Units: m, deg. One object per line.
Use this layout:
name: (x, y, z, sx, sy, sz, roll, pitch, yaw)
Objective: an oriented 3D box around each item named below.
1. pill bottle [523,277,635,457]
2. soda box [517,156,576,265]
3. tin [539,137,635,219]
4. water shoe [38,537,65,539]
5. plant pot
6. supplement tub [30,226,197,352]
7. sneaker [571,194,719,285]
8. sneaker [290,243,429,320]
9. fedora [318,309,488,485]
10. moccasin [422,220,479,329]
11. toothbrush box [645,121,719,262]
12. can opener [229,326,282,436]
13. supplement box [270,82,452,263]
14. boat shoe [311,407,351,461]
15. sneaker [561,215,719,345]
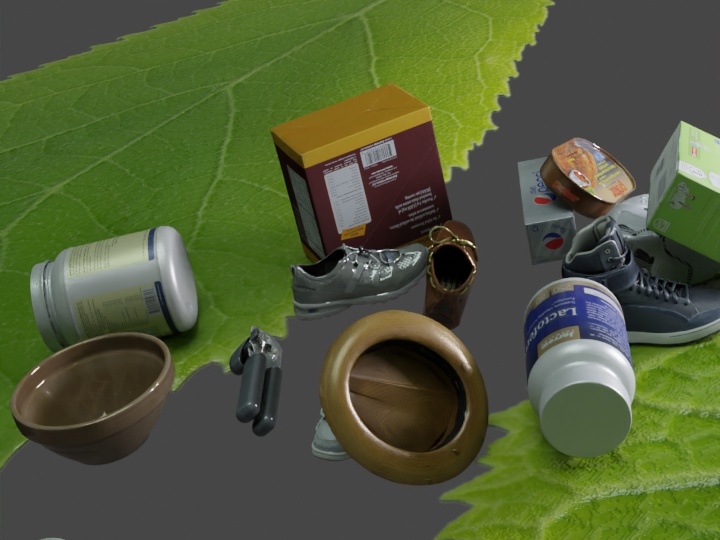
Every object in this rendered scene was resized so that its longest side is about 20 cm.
pill bottle: (0.234, 0.103, 1.447, 0.114, 0.117, 0.201, -9, 28, 9)
soda box: (0.255, -0.086, 1.845, 0.067, 0.064, 0.201, -10, 28, 8)
tin: (0.309, -0.124, 1.828, 0.112, 0.042, 0.200, 38, 26, 13)
water shoe: (-0.284, 0.325, 1.334, 0.198, 0.072, 0.079, 10, 38, 39)
plant pot: (-0.310, 0.166, 1.618, 0.198, 0.094, 0.202, -11, 28, 6)
supplement tub: (-0.331, 0.030, 1.825, 0.197, 0.147, 0.146, -12, 27, 4)
sneaker: (0.373, -0.043, 1.696, 0.198, 0.076, 0.115, 6, 36, 40)
sneaker: (0.000, 0.000, 1.787, 0.197, 0.083, 0.075, -20, 28, -11)
fedora: (0.039, 0.143, 1.455, 0.199, 0.202, 0.082, -31, -4, -30)
moccasin: (0.115, -0.010, 1.739, 0.073, 0.079, 0.202, 17, 34, 6)
toothbrush box: (0.449, -0.075, 1.609, 0.198, 0.087, 0.146, 24, 33, 0)
can opener: (-0.131, 0.138, 1.649, 0.067, 0.053, 0.201, -41, 21, 21)
supplement box: (0.006, -0.122, 1.882, 0.195, 0.202, 0.133, -22, 28, -14)
boat shoe: (0.004, 0.141, 1.542, 0.074, 0.066, 0.202, 6, 35, 35)
sneaker: (0.329, 0.008, 1.549, 0.199, 0.148, 0.077, -6, 26, 12)
